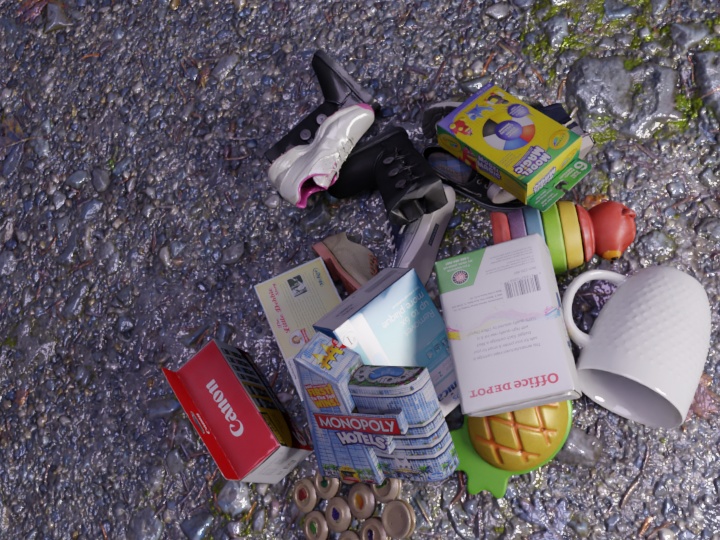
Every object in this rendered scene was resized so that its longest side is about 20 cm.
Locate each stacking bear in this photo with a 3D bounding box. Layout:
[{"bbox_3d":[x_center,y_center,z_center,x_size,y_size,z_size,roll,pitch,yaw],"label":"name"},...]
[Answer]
[{"bbox_3d":[0.291,-0.047,1.081,0.196,0.122,0.116,-10,62,12],"label":"stacking bear"}]

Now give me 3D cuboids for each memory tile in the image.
[{"bbox_3d":[-0.015,0.336,1.071,0.199,0.017,0.155,-40,58,29],"label":"memory tile"}]

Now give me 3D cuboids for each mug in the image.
[{"bbox_3d":[0.357,0.078,0.993,0.198,0.148,0.177,29,71,5],"label":"mug"}]

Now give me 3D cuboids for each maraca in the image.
[{"bbox_3d":[0.200,0.218,1.036,0.137,0.107,0.200,45,101,17],"label":"maraca"}]

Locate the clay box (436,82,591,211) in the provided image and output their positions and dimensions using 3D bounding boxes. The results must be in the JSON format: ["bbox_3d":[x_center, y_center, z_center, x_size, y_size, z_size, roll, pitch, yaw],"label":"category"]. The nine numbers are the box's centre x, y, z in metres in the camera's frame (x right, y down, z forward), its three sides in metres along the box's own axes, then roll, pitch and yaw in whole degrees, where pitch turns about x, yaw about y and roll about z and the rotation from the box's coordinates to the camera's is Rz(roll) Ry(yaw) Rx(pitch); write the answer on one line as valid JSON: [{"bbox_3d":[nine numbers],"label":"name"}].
[{"bbox_3d":[0.215,-0.175,1.056,0.115,0.048,0.199,-39,57,-17],"label":"clay box"}]

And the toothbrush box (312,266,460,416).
[{"bbox_3d":[0.050,0.119,1.048,0.146,0.085,0.202,-35,106,-19],"label":"toothbrush box"}]

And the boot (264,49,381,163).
[{"bbox_3d":[-0.086,-0.254,1.283,0.200,0.066,0.165,-46,65,6],"label":"boot"}]

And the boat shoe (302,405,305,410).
[{"bbox_3d":[-0.087,0.125,1.177,0.064,0.072,0.203,-14,67,19],"label":"boat shoe"}]

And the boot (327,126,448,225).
[{"bbox_3d":[0.034,-0.125,1.160,0.164,0.066,0.201,-37,39,10],"label":"boot"}]

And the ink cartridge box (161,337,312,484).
[{"bbox_3d":[-0.182,0.209,1.123,0.084,0.176,0.201,-40,67,3],"label":"ink cartridge box"}]

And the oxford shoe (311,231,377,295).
[{"bbox_3d":[0.000,0.000,1.165,0.073,0.071,0.200,-35,51,-12],"label":"oxford shoe"}]

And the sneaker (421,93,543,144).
[{"bbox_3d":[0.192,-0.253,1.193,0.196,0.078,0.089,-1,35,0],"label":"sneaker"}]

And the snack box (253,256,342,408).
[{"bbox_3d":[-0.071,0.088,1.128,0.115,0.037,0.202,-23,65,-8],"label":"snack box"}]

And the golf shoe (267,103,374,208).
[{"bbox_3d":[-0.049,-0.177,1.186,0.199,0.075,0.092,-38,62,7],"label":"golf shoe"}]

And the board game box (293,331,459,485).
[{"bbox_3d":[0.004,0.177,0.964,0.197,0.202,0.062,-3,29,37],"label":"board game box"}]

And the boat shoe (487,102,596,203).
[{"bbox_3d":[0.248,-0.176,1.122,0.198,0.075,0.093,-27,72,-24],"label":"boat shoe"}]

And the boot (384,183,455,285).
[{"bbox_3d":[0.072,-0.047,1.181,0.089,0.073,0.203,18,78,36],"label":"boot"}]

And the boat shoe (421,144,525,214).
[{"bbox_3d":[0.180,-0.142,1.170,0.197,0.057,0.070,22,83,21],"label":"boat shoe"}]

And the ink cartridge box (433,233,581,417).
[{"bbox_3d":[0.188,0.075,0.967,0.143,0.087,0.203,-16,71,19],"label":"ink cartridge box"}]
